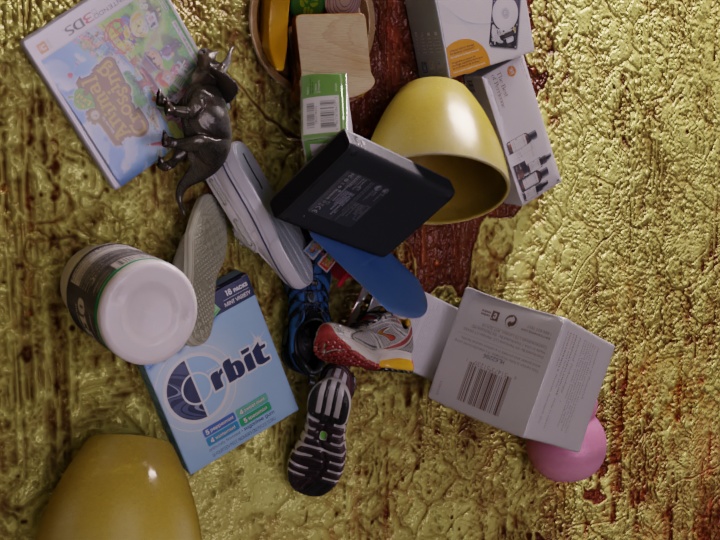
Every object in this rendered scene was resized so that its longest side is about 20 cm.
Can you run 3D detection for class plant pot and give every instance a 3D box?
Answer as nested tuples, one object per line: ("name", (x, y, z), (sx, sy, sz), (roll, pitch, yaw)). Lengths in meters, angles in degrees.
("plant pot", (0.096, -0.169, 1.430), (0.197, 0.199, 0.144), (15, 63, -31))
("plant pot", (-0.279, 0.275, 1.278), (0.197, 0.199, 0.145), (15, 66, -31))

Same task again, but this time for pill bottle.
("pill bottle", (-0.269, 0.031, 1.225), (0.111, 0.199, 0.115), (-5, 101, -29))

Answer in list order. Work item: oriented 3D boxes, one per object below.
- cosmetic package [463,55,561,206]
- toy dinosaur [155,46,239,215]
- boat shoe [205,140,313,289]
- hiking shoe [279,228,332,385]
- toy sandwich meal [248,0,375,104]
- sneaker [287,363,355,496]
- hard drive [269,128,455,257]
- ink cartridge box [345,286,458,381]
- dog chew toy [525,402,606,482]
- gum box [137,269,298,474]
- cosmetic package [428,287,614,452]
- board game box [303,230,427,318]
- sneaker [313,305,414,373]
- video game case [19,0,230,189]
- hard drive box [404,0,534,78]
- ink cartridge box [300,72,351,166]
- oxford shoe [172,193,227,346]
("cosmetic package", (0.222, -0.203, 1.562), (0.082, 0.050, 0.203), (-31, 113, -23))
("toy dinosaur", (-0.190, -0.166, 1.285), (0.101, 0.077, 0.204), (-3, 98, -23))
("boat shoe", (-0.130, -0.062, 1.359), (0.202, 0.066, 0.073), (63, 25, -4))
("hiking shoe", (-0.062, 0.040, 1.409), (0.073, 0.087, 0.204), (-5, 100, -19))
("toy sandwich meal", (-0.051, -0.309, 1.370), (0.202, 0.070, 0.209), (-6, 101, -30))
("sneaker", (-0.041, 0.205, 1.468), (0.074, 0.116, 0.202), (19, 122, 2))
("hard drive", (0.006, -0.088, 1.325), (0.198, 0.033, 0.139), (19, 129, -44))
("ink cartridge box", (0.060, 0.077, 1.515), (0.198, 0.050, 0.110), (26, 85, -30))
("dog chew toy", (0.310, 0.215, 1.649), (0.123, 0.124, 0.204), (-8, 95, -29))
("gum box", (-0.188, 0.128, 1.380), (0.168, 0.044, 0.203), (-29, 112, -23))
("cosmetic package", (0.229, 0.142, 1.524), (0.199, 0.166, 0.169), (24, 85, -55))
("board game box", (0.000, 0.000, 1.399), (0.200, 0.158, 0.039), (44, 111, 5))
("sneaker", (0.005, 0.084, 1.397), (0.199, 0.077, 0.084), (17, 76, -59))
("video game case", (-0.273, -0.230, 1.281), (0.181, 0.022, 0.202), (-38, 115, -19))
("hard drive box", (0.141, -0.378, 1.469), (0.154, 0.076, 0.203), (-22, 109, -26))
("ink cartridge box", (-0.036, -0.140, 1.363), (0.058, 0.105, 0.201), (-4, 146, 3))
("oxford shoe", (-0.206, -0.003, 1.316), (0.075, 0.057, 0.203), (39, 50, -50))
